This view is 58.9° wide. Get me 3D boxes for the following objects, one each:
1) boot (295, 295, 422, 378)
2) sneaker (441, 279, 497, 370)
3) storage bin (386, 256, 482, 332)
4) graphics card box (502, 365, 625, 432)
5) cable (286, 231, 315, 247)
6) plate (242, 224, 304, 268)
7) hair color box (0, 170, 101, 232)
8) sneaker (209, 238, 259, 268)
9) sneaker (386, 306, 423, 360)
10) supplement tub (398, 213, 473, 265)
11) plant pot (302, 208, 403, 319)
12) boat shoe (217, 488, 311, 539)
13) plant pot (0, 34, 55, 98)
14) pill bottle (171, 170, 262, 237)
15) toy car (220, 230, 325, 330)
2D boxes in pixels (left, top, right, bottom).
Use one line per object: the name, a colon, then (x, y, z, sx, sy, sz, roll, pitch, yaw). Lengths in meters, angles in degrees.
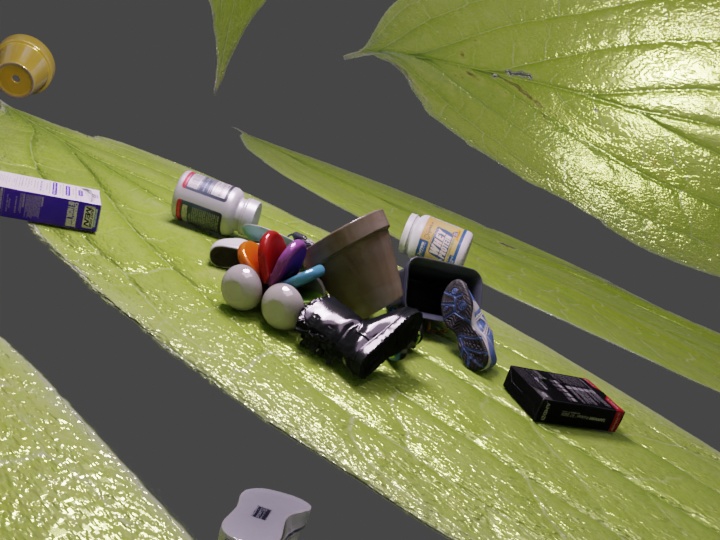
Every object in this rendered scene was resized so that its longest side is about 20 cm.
boot: (-0.005, 0.095, 1.121, 0.161, 0.075, 0.197, 29, 44, 32)
sneaker: (0.226, 0.115, 1.325, 0.076, 0.075, 0.204, 17, 52, -49)
storage bin: (0.152, 0.063, 1.419, 0.196, 0.150, 0.134, 11, -11, -24)
graphics card box: (0.385, 0.244, 1.216, 0.196, 0.052, 0.126, 13, 17, -23)
cable: (-0.072, -0.034, 1.485, 0.161, 0.052, 0.199, 13, -14, 38)
plate: (-0.182, -0.045, 1.442, 0.196, 0.026, 0.201, 23, -14, 6)
hair color box: (-0.628, -0.138, 1.279, 0.196, 0.066, 0.109, 8, 18, -28)
sneaker: (-0.225, -0.035, 1.383, 0.195, 0.074, 0.085, 14, 19, -12)
sneaker: (0.083, 0.119, 1.239, 0.081, 0.073, 0.200, 13, 13, 3)
supplement tub: (0.225, -0.078, 1.911, 0.196, 0.148, 0.145, 21, 16, 11)
plant pot: (0.000, 0.000, 1.294, 0.176, 0.198, 0.199, 61, 22, 2)
boat shoe: (-0.092, 0.257, 0.599, 0.070, 0.067, 0.200, 16, -6, 2)
plant pot: (-1.216, -0.716, 2.287, 0.196, 0.204, 0.191, 12, 32, -22)
pill bottle: (-0.346, -0.154, 1.551, 0.196, 0.122, 0.120, 20, 16, 0)
toy car: (-0.149, 0.007, 1.191, 0.196, 0.153, 0.175, 23, 16, 14)
